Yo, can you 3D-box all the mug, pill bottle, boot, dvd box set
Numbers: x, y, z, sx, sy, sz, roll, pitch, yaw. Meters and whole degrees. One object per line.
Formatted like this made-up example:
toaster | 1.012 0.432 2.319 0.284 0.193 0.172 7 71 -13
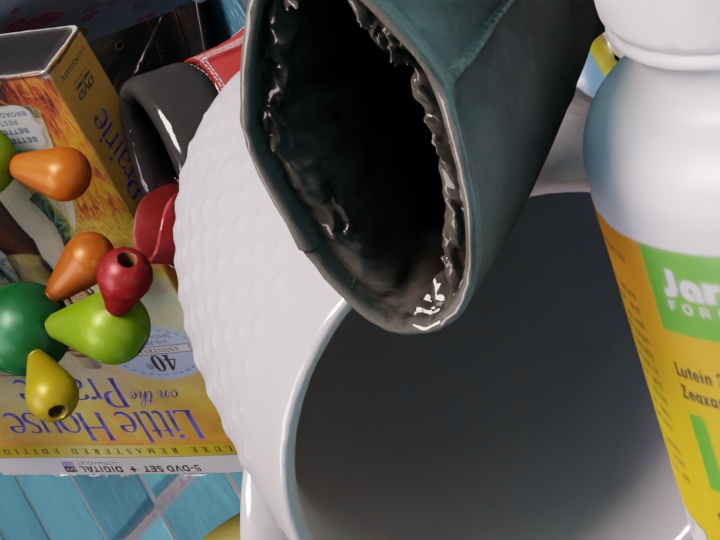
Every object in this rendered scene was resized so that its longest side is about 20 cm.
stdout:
mug | 0.010 0.025 0.809 0.175 0.147 0.200 54 129 56
pill bottle | 0.118 -0.006 0.666 0.111 0.111 0.200 33 147 58
boot | 0.020 -0.104 0.676 0.072 0.200 0.182 -14 107 38
boot | 0.000 0.000 0.972 0.200 0.144 0.072 58 151 0
dvd box set | -0.124 -0.001 1.032 0.146 0.029 0.200 -3 131 32

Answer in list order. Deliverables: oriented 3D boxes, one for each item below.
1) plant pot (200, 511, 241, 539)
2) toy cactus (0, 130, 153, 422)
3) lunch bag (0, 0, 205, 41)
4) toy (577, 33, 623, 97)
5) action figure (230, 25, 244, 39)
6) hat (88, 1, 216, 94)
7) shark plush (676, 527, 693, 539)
plant pot | 0.032 0.174 1.114 0.189 0.201 0.201 -28 90 57
toy cactus | -0.163 0.013 0.986 0.199 0.102 0.165 10 147 10
lunch bag | -0.149 -0.186 1.061 0.200 0.169 0.127 60 143 5
toy | 0.041 -0.117 0.849 0.200 0.047 0.115 65 161 -12
action figure | -0.022 -0.023 1.084 0.149 0.134 0.200 21 120 14
hat | -0.139 -0.133 1.286 0.201 0.081 0.201 54 162 27
shark plush | 0.135 0.103 0.845 0.083 0.091 0.200 65 165 2
